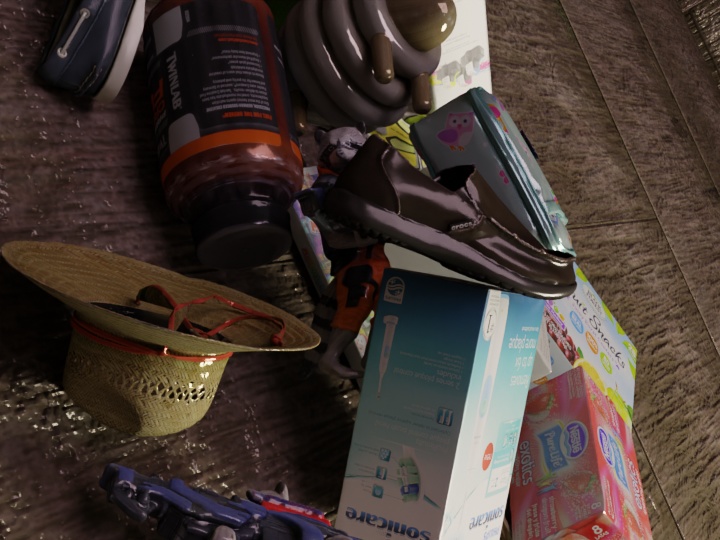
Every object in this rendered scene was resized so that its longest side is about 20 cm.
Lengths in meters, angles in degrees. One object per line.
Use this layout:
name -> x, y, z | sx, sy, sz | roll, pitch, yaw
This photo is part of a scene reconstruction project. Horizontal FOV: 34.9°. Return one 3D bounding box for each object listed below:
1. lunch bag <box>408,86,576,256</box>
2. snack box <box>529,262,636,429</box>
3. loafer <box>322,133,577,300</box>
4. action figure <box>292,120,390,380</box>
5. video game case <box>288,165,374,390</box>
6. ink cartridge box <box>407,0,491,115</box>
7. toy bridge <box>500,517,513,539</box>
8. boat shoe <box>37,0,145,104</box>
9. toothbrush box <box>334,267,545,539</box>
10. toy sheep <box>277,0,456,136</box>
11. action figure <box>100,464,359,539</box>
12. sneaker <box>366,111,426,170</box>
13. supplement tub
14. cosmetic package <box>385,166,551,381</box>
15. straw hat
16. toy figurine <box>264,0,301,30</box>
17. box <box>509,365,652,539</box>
lunch bag -> 0.117, -0.061, 0.932 | 0.161, 0.077, 0.200 | 60, 13, 7
snack box -> 0.226, 0.078, 1.262 | 0.201, 0.067, 0.169 | 53, 31, -19
loafer -> 0.073, -0.035, 0.774 | 0.199, 0.073, 0.072 | 21, 89, -27
action figure -> -0.016, -0.016, 0.858 | 0.199, 0.104, 0.195 | 9, 78, -58
video game case -> 0.000, 0.000, 1.017 | 0.143, 0.018, 0.201 | -17, 81, -60
ink cartridge box -> 0.074, -0.216, 1.135 | 0.201, 0.067, 0.115 | 79, -16, -45
toy bridge -> 0.098, 0.214, 0.989 | 0.201, 0.027, 0.067 | 56, 28, -13
boat shoe -> -0.182, -0.220, 0.813 | 0.061, 0.075, 0.202 | 18, 81, -31
toothbrush box -> 0.062, 0.107, 0.853 | 0.146, 0.085, 0.202 | 11, 92, -65
toy sheep -> -0.007, -0.169, 0.916 | 0.138, 0.199, 0.139 | 35, 43, -42
action figure -> -0.078, 0.200, 0.676 | 0.199, 0.105, 0.194 | 26, 32, -10
sneaker -> 0.056, -0.104, 1.115 | 0.200, 0.076, 0.076 | 43, 12, -35
supplement tub -> -0.101, -0.105, 0.851 | 0.107, 0.106, 0.202 | 20, 50, -50
cosmetic package -> 0.096, 0.009, 1.064 | 0.201, 0.084, 0.108 | 56, 19, -18
straw hat -> -0.129, 0.053, 0.693 | 0.200, 0.200, 0.086 | 8, 103, -55
toy figurine -> -0.085, -0.265, 0.964 | 0.183, 0.199, 0.152 | -6, 112, -46
box -> 0.201, 0.200, 1.071 | 0.103, 0.094, 0.201 | 49, 24, -24
